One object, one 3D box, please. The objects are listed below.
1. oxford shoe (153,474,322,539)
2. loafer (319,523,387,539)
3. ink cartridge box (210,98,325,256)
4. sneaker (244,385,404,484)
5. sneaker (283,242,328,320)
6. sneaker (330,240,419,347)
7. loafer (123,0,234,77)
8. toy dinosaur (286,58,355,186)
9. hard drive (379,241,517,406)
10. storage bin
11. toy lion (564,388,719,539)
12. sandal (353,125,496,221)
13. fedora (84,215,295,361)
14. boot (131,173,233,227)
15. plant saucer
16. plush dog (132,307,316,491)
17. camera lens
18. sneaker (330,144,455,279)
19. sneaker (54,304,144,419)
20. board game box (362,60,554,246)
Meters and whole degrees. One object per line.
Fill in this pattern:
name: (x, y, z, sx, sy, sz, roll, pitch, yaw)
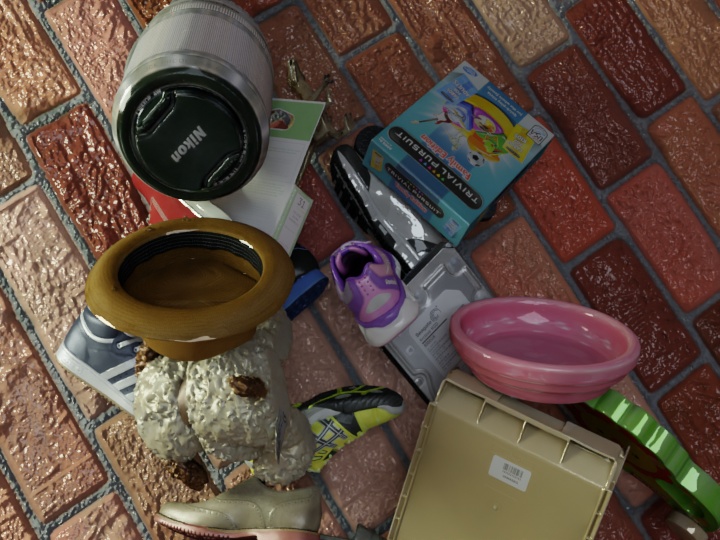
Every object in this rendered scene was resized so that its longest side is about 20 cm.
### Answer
oxford shoe: (-0.132, 0.265, 0.881, 0.194, 0.071, 0.077, 2, 66, 13)
loafer: (0.005, 0.321, 0.891, 0.194, 0.070, 0.072, 2, 87, -4)
ink cartridge box: (-0.117, -0.100, 0.932, 0.143, 0.048, 0.204, 12, 73, 38)
sneaker: (-0.042, 0.185, 0.918, 0.195, 0.075, 0.078, -15, 91, 1)
sneaker: (-0.133, 0.044, 0.937, 0.199, 0.070, 0.078, -38, 71, -11)
sneaker: (0.000, 0.000, 0.887, 0.080, 0.201, 0.089, -39, 114, 3)
loafer: (-0.218, -0.273, 0.975, 0.068, 0.075, 0.203, 25, 77, 16)
toy dinosaur: (-0.059, -0.166, 0.970, 0.057, 0.100, 0.205, 18, 66, -41)
hard drive: (0.111, 0.088, 0.932, 0.139, 0.038, 0.201, -42, 103, -12)
storage bin: (0.152, 0.229, 0.835, 0.196, 0.093, 0.203, 23, 109, 21)
toy lion: (0.309, 0.199, 0.865, 0.199, 0.192, 0.069, 37, 78, 26)
sandal: (0.081, -0.117, 0.995, 0.197, 0.046, 0.076, 28, 56, 12)
fedora: (-0.159, 0.027, 0.765, 0.195, 0.083, 0.203, 0, 38, 0)
boot: (-0.230, -0.033, 0.889, 0.145, 0.073, 0.199, -48, 53, -8)
plant saucer: (0.189, 0.083, 0.839, 0.195, 0.201, 0.052, 2, 107, -5)
plush dog: (-0.155, 0.136, 0.819, 0.168, 0.160, 0.205, -16, 82, 15)
camera lens: (-0.172, -0.185, 0.852, 0.155, 0.163, 0.202, 2, 38, -5)
sneaker: (0.038, -0.074, 0.973, 0.080, 0.074, 0.202, -38, 93, -15)
sneaker: (-0.239, 0.100, 0.897, 0.197, 0.070, 0.110, 30, 96, 4)
board game box: (0.121, -0.146, 0.959, 0.150, 0.047, 0.200, 41, 57, 9)
